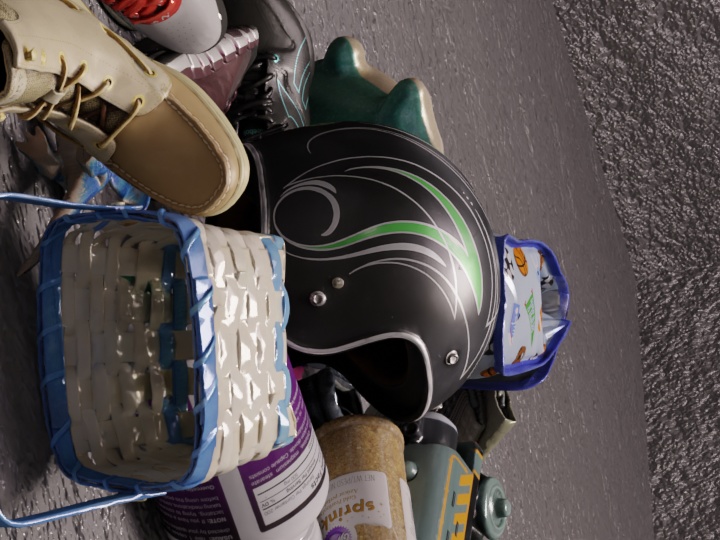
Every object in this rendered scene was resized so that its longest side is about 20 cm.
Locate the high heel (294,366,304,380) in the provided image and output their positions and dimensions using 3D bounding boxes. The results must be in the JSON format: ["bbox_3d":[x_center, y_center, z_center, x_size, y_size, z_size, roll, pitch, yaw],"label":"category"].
[{"bbox_3d":[-0.052,0.016,1.772,0.096,0.067,0.200,81,11,-48],"label":"high heel"}]

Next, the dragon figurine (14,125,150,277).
[{"bbox_3d":[-0.161,-0.065,1.403,0.099,0.059,0.200,62,22,-52],"label":"dragon figurine"}]

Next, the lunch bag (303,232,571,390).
[{"bbox_3d":[0.058,0.027,1.752,0.200,0.170,0.124,-5,97,-72],"label":"lunch bag"}]

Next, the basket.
[{"bbox_3d":[-0.135,0.048,1.279,0.200,0.139,0.176,1,87,-51],"label":"basket"}]

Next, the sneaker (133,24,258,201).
[{"bbox_3d":[-0.122,-0.103,1.606,0.200,0.076,0.116,-36,120,-64],"label":"sneaker"}]

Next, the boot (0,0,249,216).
[{"bbox_3d":[-0.159,-0.095,1.260,0.200,0.073,0.155,44,16,3],"label":"boot"}]

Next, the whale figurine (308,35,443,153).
[{"bbox_3d":[-0.008,-0.108,1.873,0.200,0.104,0.159,5,-68,64],"label":"whale figurine"}]

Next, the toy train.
[{"bbox_3d":[0.047,0.197,1.626,0.114,0.085,0.200,57,36,-45],"label":"toy train"}]

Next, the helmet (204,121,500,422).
[{"bbox_3d":[0.000,0.000,1.568,0.200,0.191,0.200,-174,-90,-70],"label":"helmet"}]

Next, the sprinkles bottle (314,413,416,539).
[{"bbox_3d":[0.006,0.190,1.525,0.068,0.068,0.200,65,13,-46],"label":"sprinkles bottle"}]

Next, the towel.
[{"bbox_3d":[0.046,0.131,1.852,0.035,0.200,0.193,31,22,-20],"label":"towel"}]

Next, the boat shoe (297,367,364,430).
[{"bbox_3d":[-0.030,0.140,1.719,0.200,0.091,0.071,59,20,-57],"label":"boat shoe"}]

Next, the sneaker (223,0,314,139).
[{"bbox_3d":[-0.072,-0.131,1.807,0.079,0.075,0.200,-51,129,-70],"label":"sneaker"}]

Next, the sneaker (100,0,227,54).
[{"bbox_3d":[-0.160,-0.186,1.443,0.201,0.067,0.108,52,27,-31],"label":"sneaker"}]

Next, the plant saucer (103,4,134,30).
[{"bbox_3d":[-0.157,-0.269,1.611,0.200,0.050,0.200,-11,90,-77],"label":"plant saucer"}]

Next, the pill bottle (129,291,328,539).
[{"bbox_3d":[-0.087,0.104,1.466,0.112,0.112,0.200,-79,155,-58],"label":"pill bottle"}]
